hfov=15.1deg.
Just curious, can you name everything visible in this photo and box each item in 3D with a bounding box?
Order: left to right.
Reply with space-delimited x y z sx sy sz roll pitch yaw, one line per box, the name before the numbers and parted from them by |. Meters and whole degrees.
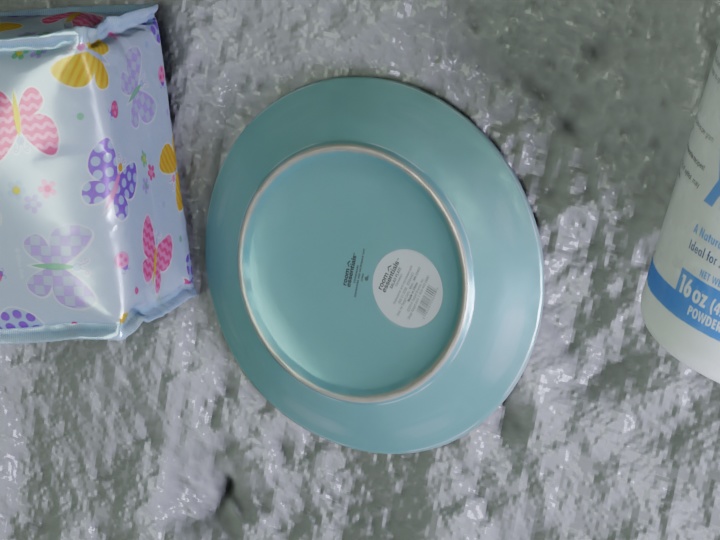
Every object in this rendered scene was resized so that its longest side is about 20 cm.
lunch bag | -0.202 -0.052 1.450 0.199 0.127 0.170 -4 101 19
plate | 0.000 0.000 1.408 0.200 0.026 0.201 6 103 27
supplement tub | 0.212 -0.050 1.221 0.132 0.132 0.201 23 112 22
